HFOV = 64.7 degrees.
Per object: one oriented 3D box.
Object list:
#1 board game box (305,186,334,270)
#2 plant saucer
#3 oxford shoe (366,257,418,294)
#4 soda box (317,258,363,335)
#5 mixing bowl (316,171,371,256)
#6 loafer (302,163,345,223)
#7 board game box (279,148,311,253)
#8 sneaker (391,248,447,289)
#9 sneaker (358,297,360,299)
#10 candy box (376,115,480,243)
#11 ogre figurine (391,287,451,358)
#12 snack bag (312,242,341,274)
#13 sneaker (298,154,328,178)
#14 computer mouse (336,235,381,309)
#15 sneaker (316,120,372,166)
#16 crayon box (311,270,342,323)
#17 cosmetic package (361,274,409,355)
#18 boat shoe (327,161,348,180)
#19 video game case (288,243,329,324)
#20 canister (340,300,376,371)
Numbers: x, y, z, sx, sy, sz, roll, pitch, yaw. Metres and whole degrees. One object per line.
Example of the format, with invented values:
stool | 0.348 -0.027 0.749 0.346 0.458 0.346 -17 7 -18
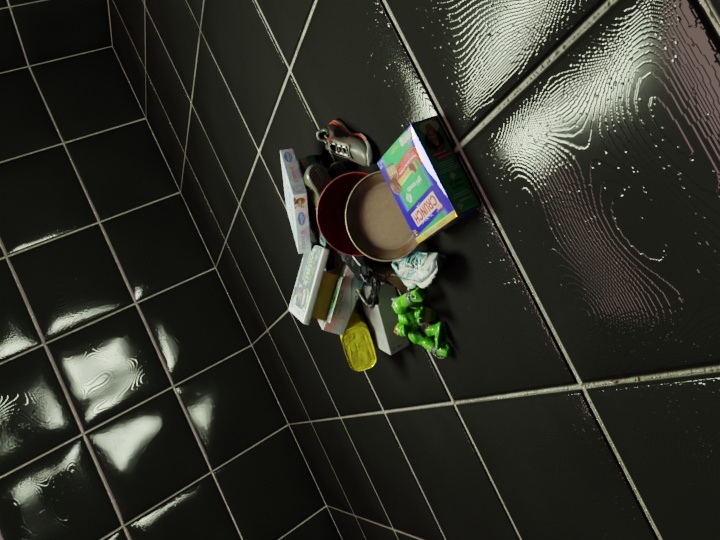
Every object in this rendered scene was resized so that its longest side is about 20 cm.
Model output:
board game box | -0.122 -0.118 1.599 0.137 0.027 0.202 93 154 -51
plant saucer | 0.061 -0.125 1.308 0.205 0.197 0.037 63 -163 4
oxford shoe | 0.073 0.014 1.466 0.199 0.083 0.074 41 144 40
soda box | -0.049 0.071 1.564 0.205 0.067 0.064 -68 25 13
mixing bowl | -0.009 -0.150 1.400 0.109 0.194 0.206 -97 -8 -70
loafer | -0.087 -0.183 1.473 0.069 0.074 0.204 16 134 61
board game box | -0.177 -0.190 1.555 0.203 0.040 0.202 91 164 -46
sneaker | 0.125 -0.010 1.304 0.086 0.078 0.199 41 160 -8
sneaker | -0.043 -0.014 1.678 0.204 0.074 0.115 64 158 11
candy box | 0.136 -0.181 1.174 0.204 0.076 0.169 62 152 4
ogre figurine | 0.146 0.130 1.415 0.118 0.100 0.199 3 148 50
snack bag | -0.093 -0.024 1.673 0.188 0.021 0.206 -171 68 -68
sneaker | -0.100 -0.237 1.583 0.204 0.078 0.072 64 164 11
computer mouse | 0.000 0.000 1.466 0.201 0.045 0.142 51 155 29
sneaker | -0.044 -0.305 1.416 0.199 0.080 0.079 41 146 42
crayon box | -0.117 0.062 1.572 0.199 0.050 0.129 14 88 69
cosmetic package | 0.063 0.120 1.590 0.101 0.070 0.205 19 129 60
boat shoe | -0.040 -0.196 1.534 0.074 0.073 0.205 -95 -6 -66
video game case | -0.145 0.030 1.562 0.181 0.023 0.206 20 95 69
canister | -0.016 0.177 1.693 0.201 0.084 0.152 -105 -2 -62
